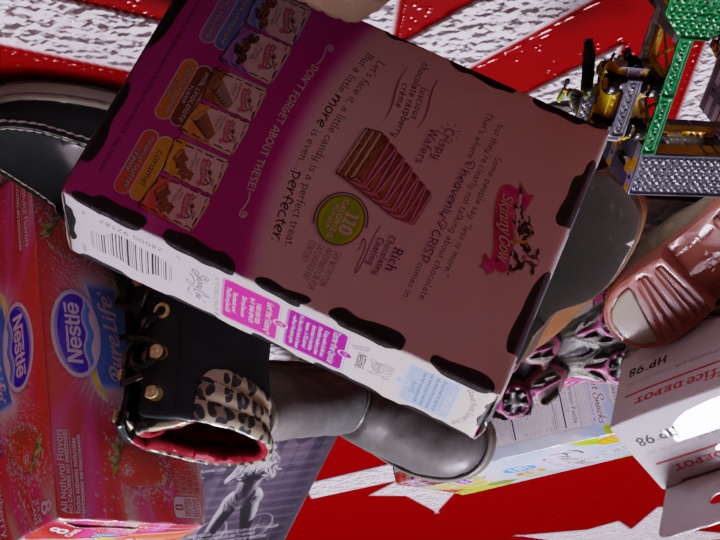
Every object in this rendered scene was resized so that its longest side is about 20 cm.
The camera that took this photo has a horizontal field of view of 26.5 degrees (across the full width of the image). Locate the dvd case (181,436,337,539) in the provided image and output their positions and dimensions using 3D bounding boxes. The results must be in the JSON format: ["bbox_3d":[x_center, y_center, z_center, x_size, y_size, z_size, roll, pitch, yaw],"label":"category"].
[{"bbox_3d":[-0.102,0.181,1.234,0.147,0.016,0.201,-1,129,-39],"label":"dvd case"}]

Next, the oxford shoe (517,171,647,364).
[{"bbox_3d":[0.134,-0.011,0.973,0.071,0.072,0.200,-29,167,-30],"label":"oxford shoe"}]

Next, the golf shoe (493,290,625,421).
[{"bbox_3d":[0.159,0.050,1.109,0.198,0.074,0.092,-11,-167,-10],"label":"golf shoe"}]

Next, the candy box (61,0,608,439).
[{"bbox_3d":[-0.010,-0.034,0.661,0.198,0.137,0.061,25,156,5],"label":"candy box"}]

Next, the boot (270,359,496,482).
[{"bbox_3d":[-0.017,0.097,1.048,0.180,0.073,0.200,12,174,24],"label":"boot"}]

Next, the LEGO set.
[{"bbox_3d":[0.184,-0.110,0.728,0.198,0.116,0.155,-6,127,-14],"label":"LEGO set"}]

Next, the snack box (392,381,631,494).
[{"bbox_3d":[0.141,0.128,1.236,0.198,0.068,0.168,-17,164,19],"label":"snack box"}]

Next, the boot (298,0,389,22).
[{"bbox_3d":[-0.020,-0.178,0.549,0.198,0.073,0.166,14,137,-37],"label":"boot"}]

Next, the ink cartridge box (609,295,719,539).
[{"bbox_3d":[0.229,0.061,0.967,0.115,0.201,0.067,-26,118,36],"label":"ink cartridge box"}]

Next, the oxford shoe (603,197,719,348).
[{"bbox_3d":[0.233,-0.033,0.949,0.199,0.074,0.071,-32,110,22],"label":"oxford shoe"}]

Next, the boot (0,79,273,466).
[{"bbox_3d":[-0.115,0.003,0.777,0.202,0.155,0.073,24,145,-36],"label":"boot"}]

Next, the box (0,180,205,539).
[{"bbox_3d":[-0.159,0.055,0.836,0.095,0.202,0.099,11,151,-41],"label":"box"}]
